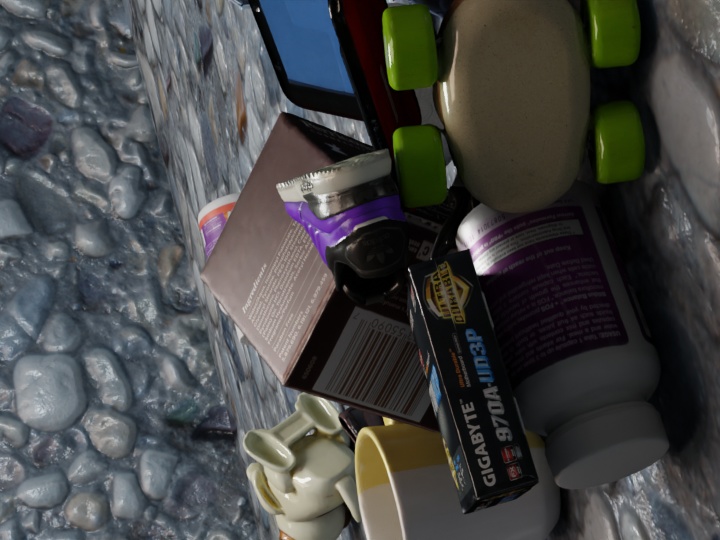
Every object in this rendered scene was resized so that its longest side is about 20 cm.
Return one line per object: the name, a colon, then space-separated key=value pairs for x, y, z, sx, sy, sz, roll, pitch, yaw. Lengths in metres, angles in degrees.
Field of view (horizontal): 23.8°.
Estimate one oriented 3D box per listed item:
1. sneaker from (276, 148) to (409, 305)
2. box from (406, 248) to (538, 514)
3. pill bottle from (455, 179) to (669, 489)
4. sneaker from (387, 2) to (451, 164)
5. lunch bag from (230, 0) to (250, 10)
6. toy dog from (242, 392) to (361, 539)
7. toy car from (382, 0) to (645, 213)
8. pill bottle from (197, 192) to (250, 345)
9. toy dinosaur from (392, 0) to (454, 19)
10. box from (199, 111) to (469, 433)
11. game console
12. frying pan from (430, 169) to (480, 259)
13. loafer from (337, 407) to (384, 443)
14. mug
sneaker: x=-0.007 y=-0.024 z=1.179 sx=0.200 sy=0.069 sz=0.100 roll=-169 pitch=60 yaw=-84
box: x=0.075 y=0.084 z=1.192 sx=0.200 sy=0.046 sz=0.160 roll=84 pitch=170 yaw=-80
pill bottle: x=0.145 y=0.046 z=1.201 sx=0.112 sy=0.111 sz=0.201 roll=104 pitch=152 yaw=-62
sneaker: x=0.050 y=-0.143 z=1.554 sx=0.100 sy=0.070 sz=0.201 roll=89 pitch=168 yaw=-49
lunch bag: x=-0.182 y=-0.440 z=2.161 sx=0.170 sy=0.126 sz=0.201 roll=-122 pitch=17 yaw=-61
toy dog: x=-0.061 y=0.291 z=2.290 sx=0.193 sy=0.140 sz=0.201 roll=31 pitch=142 yaw=21
toy car: x=0.096 y=-0.142 z=1.194 sx=0.200 sy=0.163 sz=0.159 roll=-101 pitch=4 yaw=-68
pill bottle: x=-0.158 y=-0.001 z=2.444 sx=0.112 sy=0.111 sz=0.201 roll=111 pitch=145 yaw=-66
toy dinosaur: x=0.044 y=-0.248 z=1.323 sx=0.181 sy=0.199 sz=0.106 roll=12 pitch=97 yaw=47
box: x=0.000 y=0.000 z=1.391 sx=0.165 sy=0.165 sz=0.200 roll=-63 pitch=34 yaw=13
game console: x=-0.033 y=-0.156 z=1.249 sx=0.173 sy=0.118 sz=0.201 roll=-86 pitch=-18 yaw=-46
frying pan: x=0.088 y=-0.062 z=1.302 sx=0.191 sy=0.031 sz=0.115 roll=-65 pitch=-23 yaw=-23
loafer: x=0.028 y=0.239 z=1.960 sx=0.072 sy=0.062 sz=0.201 roll=97 pitch=158 yaw=-54
mug: x=0.086 y=0.178 z=1.470 sx=0.149 sy=0.152 sz=0.188 roll=-137 pitch=39 yaw=-69
